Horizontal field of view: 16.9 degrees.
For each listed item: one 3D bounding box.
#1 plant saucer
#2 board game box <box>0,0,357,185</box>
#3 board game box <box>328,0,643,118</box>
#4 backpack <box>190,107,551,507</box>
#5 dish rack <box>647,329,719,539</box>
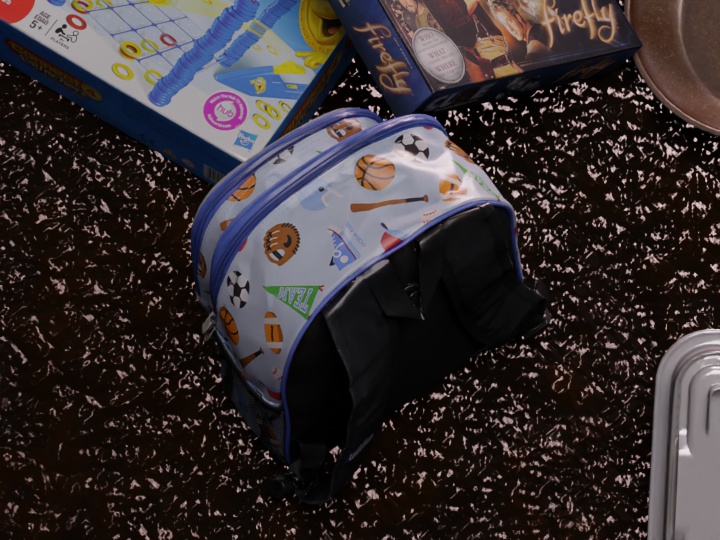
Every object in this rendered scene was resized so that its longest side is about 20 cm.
[{"bbox_3d":[0.258,-0.163,1.450,0.200,0.037,0.201,-9,69,23],"label":"plant saucer"},{"bbox_3d":[-0.096,-0.171,1.448,0.200,0.056,0.196,30,68,8],"label":"board game box"},{"bbox_3d":[0.063,-0.164,1.407,0.200,0.035,0.136,-17,72,-47],"label":"board game box"},{"bbox_3d":[0.000,0.000,1.309,0.200,0.191,0.154,-38,74,-17],"label":"backpack"},{"bbox_3d":[0.257,0.121,1.311,0.200,0.044,0.172,2,97,4],"label":"dish rack"}]
